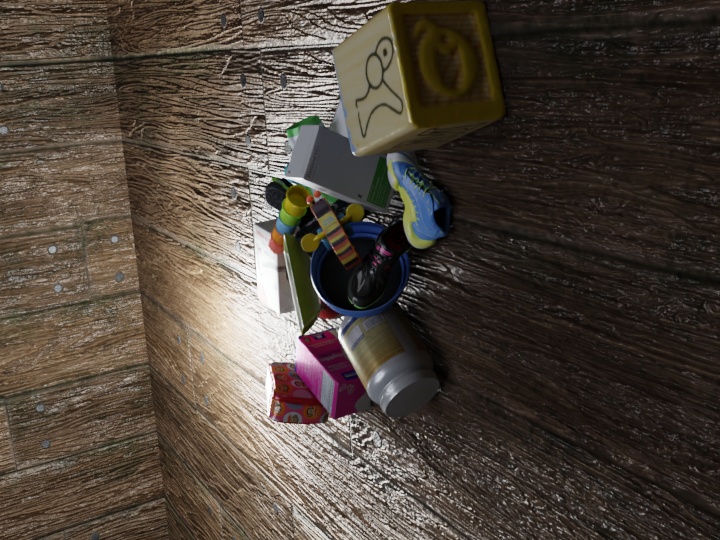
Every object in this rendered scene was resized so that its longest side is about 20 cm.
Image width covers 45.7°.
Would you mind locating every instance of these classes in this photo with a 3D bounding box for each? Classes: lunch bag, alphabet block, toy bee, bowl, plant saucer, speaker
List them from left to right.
[{"bbox_3d":[-0.125,0.031,1.853,0.200,0.047,0.205,118,140,-79],"label":"plant saucer"},{"bbox_3d":[-0.137,0.293,2.035,0.200,0.172,0.084,-117,36,-68],"label":"lunch bag"},{"bbox_3d":[-0.084,-0.219,1.801,0.088,0.088,0.203,9,126,59],"label":"speaker"},{"bbox_3d":[-0.067,-0.091,1.633,0.199,0.131,0.109,30,163,45],"label":"toy bee"},{"bbox_3d":[0.000,0.000,1.674,0.040,0.197,0.203,82,161,-60],"label":"bowl"},{"bbox_3d":[0.092,-0.309,1.393,0.199,0.193,0.200,-12,91,61],"label":"alphabet block"}]

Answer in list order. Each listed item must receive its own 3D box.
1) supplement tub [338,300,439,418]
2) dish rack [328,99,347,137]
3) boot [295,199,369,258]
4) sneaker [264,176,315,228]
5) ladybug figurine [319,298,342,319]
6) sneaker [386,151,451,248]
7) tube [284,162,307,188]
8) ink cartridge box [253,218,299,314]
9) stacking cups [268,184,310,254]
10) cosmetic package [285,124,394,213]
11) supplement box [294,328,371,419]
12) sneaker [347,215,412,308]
[{"bbox_3d":[0.056,0.170,1.674,0.202,0.142,0.146,59,145,32],"label":"supplement tub"},{"bbox_3d":[-0.008,-0.289,1.736,0.174,0.043,0.201,63,148,26],"label":"dish rack"},{"bbox_3d":[-0.018,-0.059,1.784,0.169,0.198,0.077,54,-176,-26],"label":"boot"},{"bbox_3d":[-0.128,-0.150,1.950,0.199,0.083,0.072,39,126,1],"label":"sneaker"},{"bbox_3d":[-0.080,0.045,1.950,0.200,0.071,0.138,-43,62,57],"label":"ladybug figurine"},{"bbox_3d":[0.116,-0.145,1.546,0.104,0.075,0.204,-12,96,49],"label":"sneaker"},{"bbox_3d":[-0.137,-0.221,1.920,0.079,0.050,0.200,64,173,-10],"label":"tube"},{"bbox_3d":[-0.201,-0.014,2.136,0.146,0.081,0.205,27,123,56],"label":"ink cartridge box"},{"bbox_3d":[-0.159,-0.106,1.902,0.061,0.059,0.201,64,151,24],"label":"stacking cups"},{"bbox_3d":[-0.032,-0.192,1.627,0.084,0.197,0.110,15,88,58],"label":"cosmetic package"},{"bbox_3d":[-0.062,0.233,1.953,0.200,0.099,0.105,43,135,46],"label":"supplement box"},{"bbox_3d":[0.035,-0.023,1.603,0.076,0.202,0.084,29,170,17],"label":"sneaker"}]
